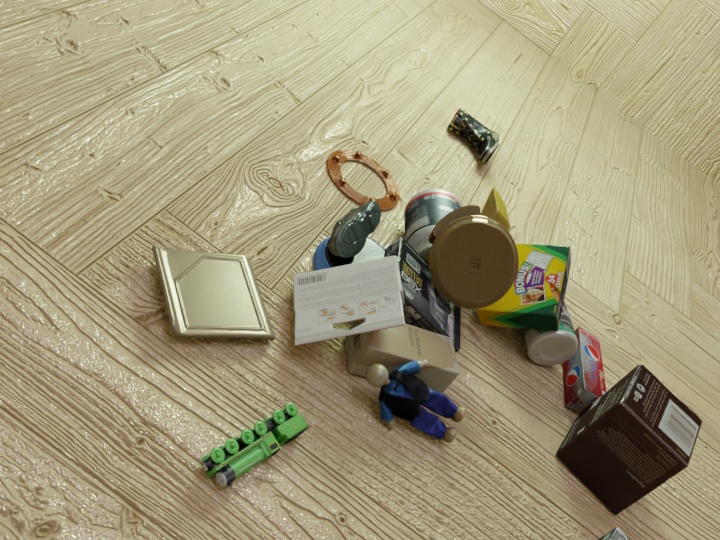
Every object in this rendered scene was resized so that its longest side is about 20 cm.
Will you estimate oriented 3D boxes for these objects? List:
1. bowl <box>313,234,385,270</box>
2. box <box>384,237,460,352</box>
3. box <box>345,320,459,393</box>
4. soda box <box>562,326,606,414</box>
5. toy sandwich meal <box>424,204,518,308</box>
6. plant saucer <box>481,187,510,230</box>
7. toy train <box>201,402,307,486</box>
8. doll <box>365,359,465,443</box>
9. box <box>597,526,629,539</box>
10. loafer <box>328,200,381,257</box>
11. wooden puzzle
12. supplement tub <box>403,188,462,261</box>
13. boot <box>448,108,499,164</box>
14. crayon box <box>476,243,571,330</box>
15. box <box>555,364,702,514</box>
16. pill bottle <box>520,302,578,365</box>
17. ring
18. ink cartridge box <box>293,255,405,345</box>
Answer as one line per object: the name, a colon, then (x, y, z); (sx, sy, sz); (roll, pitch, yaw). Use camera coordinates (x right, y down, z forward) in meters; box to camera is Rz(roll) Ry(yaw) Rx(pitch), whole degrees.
bowl: (0.000, 0.000, 1.525); (0.199, 0.039, 0.202); (22, 39, -19)
box: (0.122, 0.055, 1.497); (0.200, 0.050, 0.159); (44, 33, -24)
box: (0.077, 0.156, 1.389); (0.198, 0.078, 0.096); (17, 40, -24)
soda box: (0.495, 0.224, 1.665); (0.063, 0.070, 0.201); (28, 38, -10)
toy sandwich meal: (0.220, -0.024, 1.509); (0.204, 0.206, 0.070); (31, 2, -8)
plant saucer: (0.275, -0.063, 1.643); (0.048, 0.202, 0.200); (21, 21, -1)
toy train: (-0.155, 0.260, 1.123); (0.199, 0.042, 0.057); (-25, 79, -50)
doll: (0.091, 0.220, 1.316); (0.199, 0.048, 0.137); (32, 76, -19)
box: (0.331, 0.501, 1.166); (0.050, 0.158, 0.199); (48, 37, 16)
loafer: (-0.021, -0.080, 1.523); (0.200, 0.062, 0.073); (-47, 127, -52)
wooden puzzle: (-0.253, 0.043, 1.281); (0.198, 0.037, 0.186); (9, 45, -39)
supplement tub: (0.166, -0.071, 1.650); (0.139, 0.141, 0.201); (23, 39, -18)
boot: (0.328, -0.394, 2.182); (0.150, 0.073, 0.200); (35, 33, -5)
crayon box: (0.363, 0.032, 1.652); (0.171, 0.059, 0.201); (4, 50, 24)
box: (0.526, 0.330, 1.469); (0.164, 0.201, 0.166); (44, 37, 10)
pill bottle: (0.412, 0.103, 1.689); (0.112, 0.113, 0.201); (19, 40, -23)
ring: (0.010, -0.221, 1.785); (0.199, 0.019, 0.202); (23, 38, -19)
ink cartridge box: (-0.021, 0.063, 1.341); (0.198, 0.045, 0.177); (-11, 44, 5)
